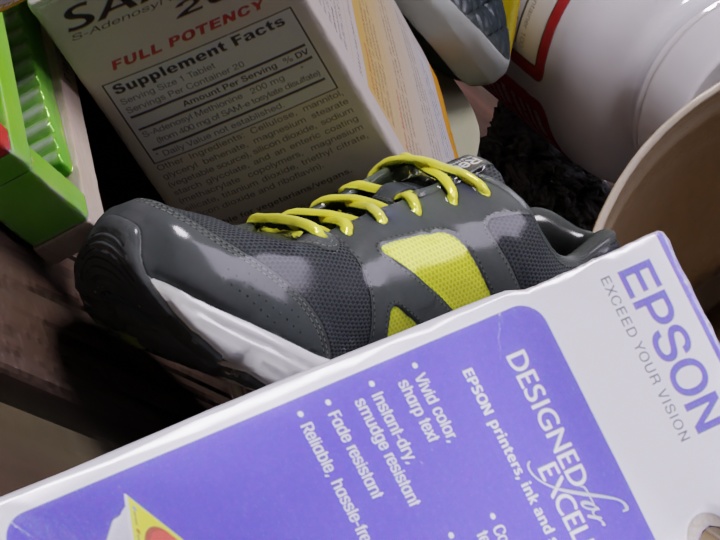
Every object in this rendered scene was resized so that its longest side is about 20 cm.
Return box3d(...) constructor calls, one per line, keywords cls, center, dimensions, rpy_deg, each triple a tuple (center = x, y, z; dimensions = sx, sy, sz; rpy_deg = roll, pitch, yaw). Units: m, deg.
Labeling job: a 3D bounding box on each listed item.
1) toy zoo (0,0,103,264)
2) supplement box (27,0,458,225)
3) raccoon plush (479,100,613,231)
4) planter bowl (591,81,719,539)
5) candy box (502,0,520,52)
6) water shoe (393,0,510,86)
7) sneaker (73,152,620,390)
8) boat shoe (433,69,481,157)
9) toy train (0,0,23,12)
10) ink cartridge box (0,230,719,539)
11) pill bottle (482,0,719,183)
box3d(cls="toy zoo", center=(-0.138, -0.100, 0.779), dimensions=(0.200, 0.020, 0.131), rpy_deg=(43, 25, -50))
box3d(cls="supplement box", center=(-0.033, -0.069, 0.920), dimensions=(0.200, 0.073, 0.126), rpy_deg=(58, 14, -44))
box3d(cls="raccoon plush", center=(0.116, -0.017, 1.169), dimensions=(0.097, 0.200, 0.134), rpy_deg=(-42, 106, -46))
box3d(cls="planter bowl", center=(0.163, 0.038, 1.012), dimensions=(0.135, 0.200, 0.200), rpy_deg=(107, -41, -77))
box3d(cls="candy box", center=(0.021, -0.174, 1.059), dimensions=(0.026, 0.102, 0.200), rpy_deg=(-85, -177, -63))
box3d(cls="water shoe", center=(-0.029, -0.121, 1.022), dimensions=(0.200, 0.079, 0.072), rpy_deg=(39, 32, -35))
box3d(cls="sneaker", center=(0.000, 0.000, 0.853), dimensions=(0.074, 0.085, 0.200), rpy_deg=(18, -1, 42))
box3d(cls="boat shoe", center=(0.018, -0.004, 1.036), dimensions=(0.063, 0.074, 0.202), rpy_deg=(84, -13, -51))
box3d(cls="toy train", center=(-0.133, -0.138, 0.728), dimensions=(0.150, 0.056, 0.200), rpy_deg=(49, 18, -36))
box3d(cls="ink cartridge box", center=(0.030, 0.114, 0.693), dimensions=(0.198, 0.200, 0.043), rpy_deg=(64, -28, 8))
box3d(cls="pill bottle", center=(0.095, -0.103, 1.151), dimensions=(0.200, 0.112, 0.112), rpy_deg=(44, -1, 44))
